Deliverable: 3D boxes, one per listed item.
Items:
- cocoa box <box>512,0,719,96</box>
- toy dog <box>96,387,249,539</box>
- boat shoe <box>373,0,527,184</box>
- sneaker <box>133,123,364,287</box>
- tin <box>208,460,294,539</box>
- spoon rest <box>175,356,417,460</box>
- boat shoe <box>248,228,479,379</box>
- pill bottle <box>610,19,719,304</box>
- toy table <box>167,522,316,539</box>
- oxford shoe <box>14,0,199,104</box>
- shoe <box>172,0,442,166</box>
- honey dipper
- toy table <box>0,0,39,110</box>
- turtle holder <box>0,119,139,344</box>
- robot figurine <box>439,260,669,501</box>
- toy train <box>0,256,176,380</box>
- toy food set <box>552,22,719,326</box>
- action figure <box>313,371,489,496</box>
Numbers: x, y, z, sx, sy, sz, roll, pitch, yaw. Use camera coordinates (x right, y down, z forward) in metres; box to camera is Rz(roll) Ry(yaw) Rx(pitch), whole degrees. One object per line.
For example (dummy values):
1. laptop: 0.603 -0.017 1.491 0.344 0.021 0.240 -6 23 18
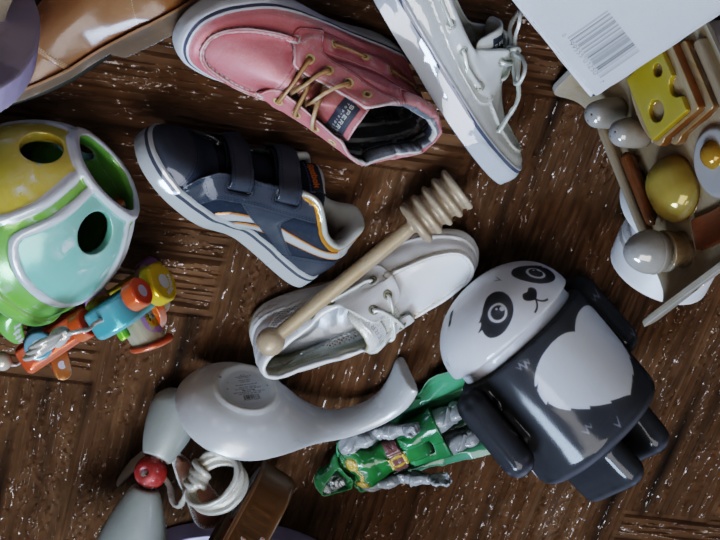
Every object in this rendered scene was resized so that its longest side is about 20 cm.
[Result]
1. cocoa box: 0.145 -0.248 1.359 0.133 0.132 0.200 -34 125 18
2. toy dog: -0.167 0.207 1.666 0.201 0.132 0.096 -51 153 3
3. boat shoe: 0.085 -0.157 1.467 0.086 0.075 0.203 -29 117 10
4. sneaker: -0.078 -0.064 1.505 0.079 0.079 0.199 -34 137 24
5. tin: -0.114 0.245 1.635 0.042 0.201 0.112 33 156 -9
6. spoon rest: -0.054 0.111 1.643 0.198 0.100 0.061 -4 135 -21
7. boat shoe: 0.007 0.035 1.599 0.199 0.070 0.071 -26 126 11
8. pill bottle: 0.262 -0.076 1.526 0.110 0.112 0.201 10 126 -16
9. toy table: -0.107 0.306 1.765 0.198 0.118 0.185 -4 129 -7
10. oxford shoe: -0.210 -0.167 1.422 0.199 0.071 0.072 -25 101 9
11. shoe: -0.032 -0.133 1.412 0.199 0.091 0.072 10 125 -39
12. honey dipper: 0.000 0.000 1.559 0.200 0.038 0.038 -40 125 2
13. toy table: -0.261 -0.197 1.283 0.182 0.201 0.118 -4 128 -23
14. turtle holder: -0.244 -0.053 1.451 0.131 0.141 0.186 -29 114 16
15. robot figurine: 0.153 0.086 1.599 0.125 0.150 0.200 -40 94 16
16. toy train: -0.199 0.050 1.521 0.150 0.200 0.056 -34 97 -10
17. toy food set: 0.212 -0.080 1.444 0.060 0.202 0.143 -7 157 -34
18. action figure: 0.051 0.143 1.703 0.198 0.055 0.119 -24 122 10
